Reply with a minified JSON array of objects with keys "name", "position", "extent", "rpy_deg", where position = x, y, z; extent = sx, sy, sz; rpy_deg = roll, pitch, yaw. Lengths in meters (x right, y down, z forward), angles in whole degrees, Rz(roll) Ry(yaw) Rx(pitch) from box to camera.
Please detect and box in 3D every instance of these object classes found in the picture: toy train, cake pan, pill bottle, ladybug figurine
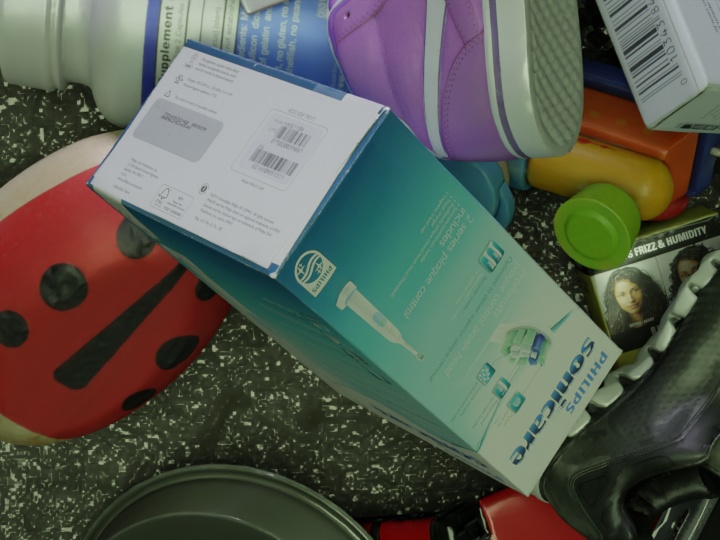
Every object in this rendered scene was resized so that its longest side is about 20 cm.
[{"name":"toy train","position":[0.131,-0.041,0.882],"extent":[0.200,0.116,0.085],"rpy_deg":[20,132,19]},{"name":"cake pan","position":[-0.066,0.198,0.950],"extent":[0.200,0.037,0.201],"rpy_deg":[4,104,18]},{"name":"pill bottle","position":[-0.067,-0.118,0.908],"extent":[0.199,0.112,0.112],"rpy_deg":[6,97,0]},{"name":"ladybug figurine","position":[-0.130,0.015,0.915],"extent":[0.136,0.072,0.200],"rpy_deg":[29,116,-31]}]

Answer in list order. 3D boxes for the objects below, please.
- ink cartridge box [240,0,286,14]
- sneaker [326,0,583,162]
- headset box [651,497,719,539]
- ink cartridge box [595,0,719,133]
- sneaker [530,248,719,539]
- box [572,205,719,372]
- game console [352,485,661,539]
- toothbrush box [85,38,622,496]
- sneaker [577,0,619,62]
[{"name":"ink cartridge box","position":[-0.005,-0.227,0.888],"extent":[0.200,0.045,0.177],"rpy_deg":[-23,89,-18]},{"name":"sneaker","position":[0.031,-0.147,0.801],"extent":[0.114,0.073,0.201],"rpy_deg":[2,92,34]},{"name":"headset box","position":[0.223,0.166,0.906],"extent":[0.200,0.075,0.149],"rpy_deg":[32,82,-16]},{"name":"ink cartridge box","position":[0.171,-0.154,0.866],"extent":[0.041,0.200,0.200],"rpy_deg":[-36,64,43]},{"name":"sneaker","position":[0.164,0.056,0.860],"extent":[0.200,0.066,0.091],"rpy_deg":[-44,51,6]},{"name":"box","position":[0.171,0.073,0.961],"extent":[0.075,0.050,0.201],"rpy_deg":[-16,98,0]},{"name":"game console","position":[0.093,0.197,0.966],"extent":[0.119,0.172,0.201],"rpy_deg":[-25,98,-40]},{"name":"toothbrush box","position":[0.000,0.000,0.838],"extent":[0.085,0.146,0.200],"rpy_deg":[-55,131,-10]},{"name":"sneaker","position":[0.176,-0.134,0.938],"extent":[0.200,0.078,0.090],"rpy_deg":[39,74,-5]}]
